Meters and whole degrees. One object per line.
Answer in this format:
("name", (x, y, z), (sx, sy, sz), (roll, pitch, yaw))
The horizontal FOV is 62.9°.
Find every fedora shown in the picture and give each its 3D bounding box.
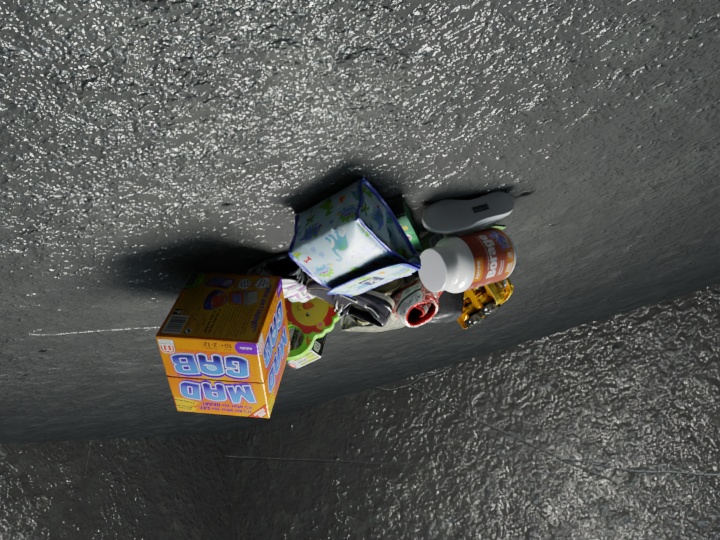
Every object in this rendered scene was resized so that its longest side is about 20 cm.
("fedora", (0.181, 0.079, 1.428), (0.195, 0.094, 0.201), (-4, 168, -1))

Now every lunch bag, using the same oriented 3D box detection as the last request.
("lunch bag", (0.062, 0.101, 1.566), (0.161, 0.121, 0.198), (4, 170, -41))
("lunch bag", (-0.007, -0.037, 1.072), (0.167, 0.130, 0.200), (-22, 134, 30))

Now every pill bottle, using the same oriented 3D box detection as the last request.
("pill bottle", (0.216, -0.018, 1.197), (0.197, 0.114, 0.112), (-13, 165, -35))

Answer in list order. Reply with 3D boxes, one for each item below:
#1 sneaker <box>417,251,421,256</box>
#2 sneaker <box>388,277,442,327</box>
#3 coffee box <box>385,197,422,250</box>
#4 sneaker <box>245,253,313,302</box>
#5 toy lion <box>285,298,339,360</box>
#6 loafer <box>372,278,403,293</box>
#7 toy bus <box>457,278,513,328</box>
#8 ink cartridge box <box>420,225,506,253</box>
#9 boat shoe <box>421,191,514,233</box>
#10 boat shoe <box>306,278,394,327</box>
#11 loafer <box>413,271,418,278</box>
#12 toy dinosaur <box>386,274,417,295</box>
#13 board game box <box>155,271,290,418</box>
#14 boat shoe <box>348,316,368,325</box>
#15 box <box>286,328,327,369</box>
("sneaker", (0.199, -0.026, 1.439), (0.104, 0.077, 0.199), (-35, 158, 13))
("sneaker", (0.157, 0.042, 1.250), (0.199, 0.108, 0.068), (-35, 117, -3))
("coffee box", (0.053, -0.079, 1.205), (0.120, 0.045, 0.200), (-15, 160, 12))
("sneaker", (-0.138, 0.011, 1.277), (0.196, 0.080, 0.139), (2, 157, -38))
("toy lion", (-0.143, 0.111, 1.388), (0.186, 0.205, 0.069), (6, 160, 3))
("loafer", (0.010, 0.000, 1.224), (0.196, 0.078, 0.067), (15, 172, -23))
("toy bus", (0.371, 0.059, 1.697), (0.189, 0.138, 0.200), (-19, 163, -27))
("ink cartridge box", (0.245, -0.058, 1.367), (0.196, 0.061, 0.104), (0, 156, -34))
("boat shoe", (0.214, -0.110, 1.199), (0.196, 0.073, 0.066), (-18, 158, -14))
("boat shoe", (-0.029, 0.067, 1.236), (0.195, 0.064, 0.073), (15, 154, 9))
("loafer", (0.050, 0.024, 1.442), (0.195, 0.077, 0.070), (-7, 156, -18))
("toy dinosaur", (0.060, 0.030, 1.319), (0.196, 0.077, 0.104), (15, 113, -26))
("board game box", (-0.266, 0.148, 1.198), (0.194, 0.202, 0.204), (3, 126, 7))
("boat shoe", (0.007, 0.095, 1.360), (0.071, 0.067, 0.200), (-34, 143, 22))
("box", (-0.122, 0.140, 1.477), (0.035, 0.203, 0.109), (36, 136, -26))
